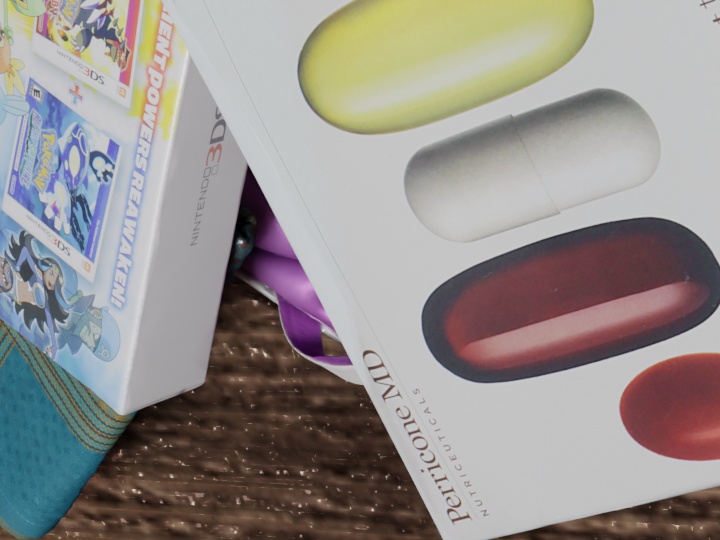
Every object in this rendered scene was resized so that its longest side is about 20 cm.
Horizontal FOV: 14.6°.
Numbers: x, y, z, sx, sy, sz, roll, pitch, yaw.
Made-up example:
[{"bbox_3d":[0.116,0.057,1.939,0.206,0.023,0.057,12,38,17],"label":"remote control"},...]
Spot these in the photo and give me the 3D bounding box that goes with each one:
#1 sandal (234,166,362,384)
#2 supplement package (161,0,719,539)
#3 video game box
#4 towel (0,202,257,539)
[{"bbox_3d":[-0.001,0.006,0.944,0.202,0.050,0.083,26,129,23],"label":"sandal"},{"bbox_3d":[0.090,-0.054,0.777,0.199,0.147,0.192,-19,104,40],"label":"supplement package"},{"bbox_3d":[-0.108,-0.083,0.933,0.182,0.047,0.201,36,127,34],"label":"video game box"},{"bbox_3d":[-0.117,-0.008,1.017,0.147,0.022,0.200,55,135,17],"label":"towel"}]
